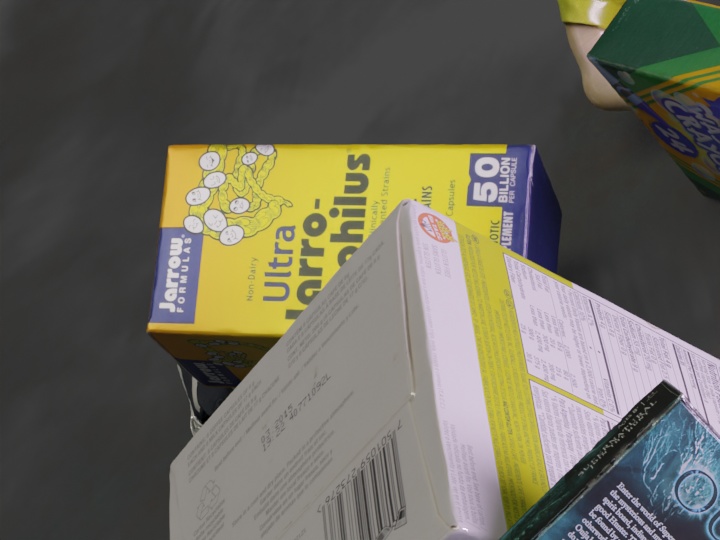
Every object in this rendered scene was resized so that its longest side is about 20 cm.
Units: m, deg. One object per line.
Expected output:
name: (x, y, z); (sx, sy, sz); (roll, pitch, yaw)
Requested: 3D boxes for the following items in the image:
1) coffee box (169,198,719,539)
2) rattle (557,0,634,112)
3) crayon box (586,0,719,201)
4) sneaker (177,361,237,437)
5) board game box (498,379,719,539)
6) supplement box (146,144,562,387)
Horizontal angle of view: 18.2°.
coffee box: (0.050, 0.133, 0.993); (0.200, 0.198, 0.200); (-48, 30, 29)
rattle: (0.221, -0.154, 1.285); (0.200, 0.143, 0.130); (-17, 75, 12)
crayon box: (0.220, -0.071, 1.120); (0.052, 0.126, 0.200); (-54, 36, -11)
sneaker: (-0.022, 0.048, 1.294); (0.199, 0.079, 0.130); (-14, 57, 19)
board game box: (0.135, 0.157, 0.848); (0.135, 0.200, 0.028); (-44, 14, 0)
supplement box: (0.000, 0.000, 1.202); (0.200, 0.110, 0.109); (0, 72, 14)
